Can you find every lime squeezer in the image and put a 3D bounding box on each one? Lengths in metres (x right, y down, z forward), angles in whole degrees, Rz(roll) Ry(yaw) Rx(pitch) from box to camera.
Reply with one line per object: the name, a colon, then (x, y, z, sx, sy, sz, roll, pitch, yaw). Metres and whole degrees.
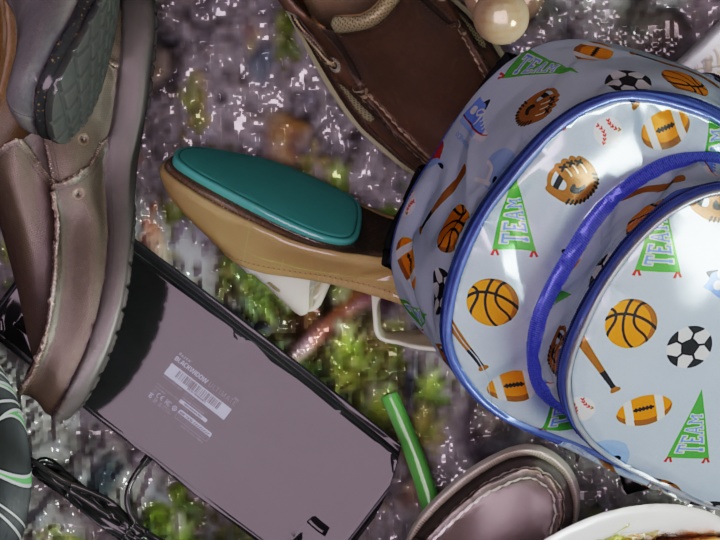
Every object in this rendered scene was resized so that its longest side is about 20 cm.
lime squeezer: (0.026, 0.160, 1.386, 0.071, 0.038, 0.200, 18, 102, 33)

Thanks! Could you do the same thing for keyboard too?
keyboard: (-0.090, 0.075, 1.373, 0.200, 0.021, 0.127, 38, 93, 3)

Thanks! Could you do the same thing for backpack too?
backpack: (0.115, 0.000, 1.249, 0.190, 0.154, 0.200, 24, 99, -21)

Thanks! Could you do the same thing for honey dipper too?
honey dipper: (0.061, -0.116, 1.249, 0.038, 0.200, 0.038, 0, 99, 2)

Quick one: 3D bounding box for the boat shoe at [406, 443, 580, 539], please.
boat shoe: (0.028, 0.165, 1.329, 0.072, 0.060, 0.200, 40, 100, 2)

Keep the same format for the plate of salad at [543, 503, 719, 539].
plate of salad: (0.109, 0.196, 1.329, 0.200, 0.048, 0.200, -15, 124, -25)

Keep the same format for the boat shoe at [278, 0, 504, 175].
boat shoe: (0.004, -0.110, 1.317, 0.075, 0.075, 0.202, -40, 95, 9)

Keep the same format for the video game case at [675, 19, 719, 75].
video game case: (0.211, -0.034, 1.343, 0.200, 0.023, 0.182, -43, 94, 9)

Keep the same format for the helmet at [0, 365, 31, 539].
helmet: (-0.240, 0.093, 1.302, 0.200, 0.191, 0.200, 0, 90, 35)

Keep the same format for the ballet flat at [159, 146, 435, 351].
ballet flat: (0.000, 0.000, 1.342, 0.200, 0.069, 0.063, 16, 114, 2)

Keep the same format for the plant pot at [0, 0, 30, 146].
plant pot: (-0.236, -0.111, 1.356, 0.200, 0.027, 0.200, 0, 98, 3)

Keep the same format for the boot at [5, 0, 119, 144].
boot: (-0.166, -0.140, 1.281, 0.132, 0.200, 0.070, 11, 135, -2)

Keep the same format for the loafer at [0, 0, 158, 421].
loafer: (-0.137, -0.033, 1.327, 0.071, 0.073, 0.200, 7, 81, -10)
